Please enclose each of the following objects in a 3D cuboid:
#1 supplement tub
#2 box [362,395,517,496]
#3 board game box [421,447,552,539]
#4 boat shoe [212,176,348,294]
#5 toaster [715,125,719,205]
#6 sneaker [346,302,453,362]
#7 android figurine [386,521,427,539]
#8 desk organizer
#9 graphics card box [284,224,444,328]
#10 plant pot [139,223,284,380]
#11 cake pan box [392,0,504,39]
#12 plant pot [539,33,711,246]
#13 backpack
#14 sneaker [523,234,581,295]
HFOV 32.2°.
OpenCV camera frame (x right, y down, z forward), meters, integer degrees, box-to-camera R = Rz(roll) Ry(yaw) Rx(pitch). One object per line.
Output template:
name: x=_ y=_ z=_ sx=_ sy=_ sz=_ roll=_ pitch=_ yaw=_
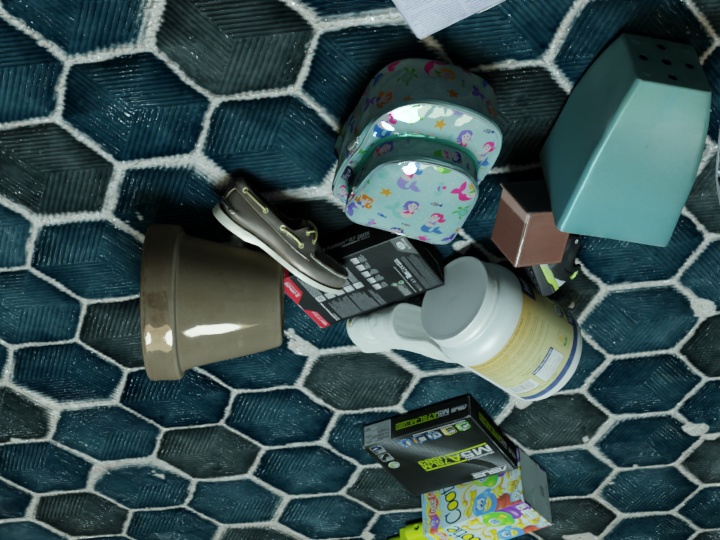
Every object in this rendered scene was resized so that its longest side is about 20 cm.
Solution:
supplement tub: x=0.192 y=0.078 z=1.697 sx=0.144 sy=0.146 sz=0.199 roll=-32 pitch=133 yaw=33
box: x=0.131 y=0.292 z=2.045 sx=0.198 sy=0.048 sz=0.193 roll=-18 pitch=136 yaw=22
board game box: x=0.213 y=0.399 z=2.134 sx=0.198 sy=0.106 sz=0.103 roll=-25 pitch=135 yaw=26
boat shoe: x=-0.091 y=-0.042 z=1.576 sx=0.199 sy=0.072 sz=0.060 roll=34 pitch=102 yaw=-15
toaster: x=0.493 y=-0.128 z=1.474 sx=0.127 sy=0.115 sz=0.201 roll=-3 pitch=144 yaw=9
sneaker: x=0.069 y=0.088 z=1.781 sx=0.115 sy=0.075 sz=0.199 roll=-7 pitch=159 yaw=43
android figurine: x=0.153 y=0.511 z=2.327 sx=0.197 sy=0.041 sz=0.183 roll=-15 pitch=139 yaw=19
desk organizer: x=0.263 y=-0.062 z=1.519 sx=0.197 sy=0.072 sz=0.078 roll=-5 pitch=125 yaw=-24
graphics card box: x=0.000 y=0.000 z=1.670 sx=0.198 sy=0.051 sz=0.126 roll=-20 pitch=137 yaw=24
plant pot: x=-0.185 y=0.039 z=1.595 sx=0.172 sy=0.202 sz=0.201 roll=0 pitch=142 yaw=-1
cake pan box: x=0.092 y=-0.340 z=1.246 sx=0.198 sy=0.053 sz=0.184 roll=-22 pitch=135 yaw=24
plant pot: x=0.310 y=-0.157 z=1.418 sx=0.139 sy=0.142 sz=0.202 roll=8 pitch=132 yaw=-11
backpack: x=0.068 y=-0.138 z=1.430 sx=0.175 sy=0.152 sz=0.201 roll=15 pitch=135 yaw=-17
sneaker: x=0.242 y=-0.051 z=1.618 sx=0.082 sy=0.072 sz=0.201 roll=-30 pitch=140 yaw=-3
